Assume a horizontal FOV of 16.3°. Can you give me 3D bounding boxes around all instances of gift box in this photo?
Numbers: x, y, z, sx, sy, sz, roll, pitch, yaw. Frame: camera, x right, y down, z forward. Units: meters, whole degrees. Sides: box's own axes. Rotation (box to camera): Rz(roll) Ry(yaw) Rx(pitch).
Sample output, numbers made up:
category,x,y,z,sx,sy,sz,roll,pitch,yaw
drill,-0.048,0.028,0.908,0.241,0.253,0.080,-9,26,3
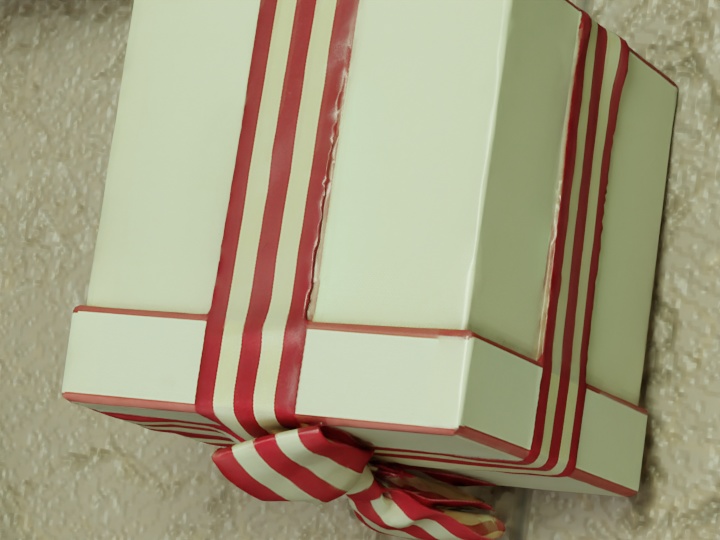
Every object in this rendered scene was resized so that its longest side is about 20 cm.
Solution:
category,x,y,z,sx,sy,sz,roll,pitch,yaw
gift box,0.000,0.000,0.935,0.199,0.184,0.189,0,78,34
